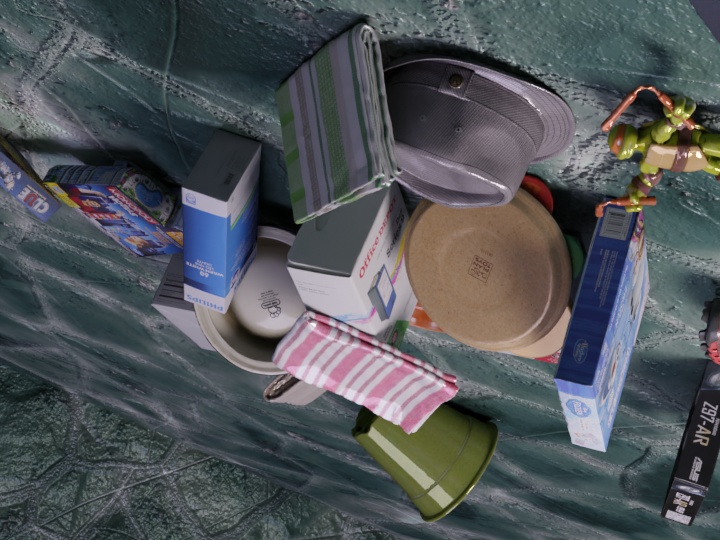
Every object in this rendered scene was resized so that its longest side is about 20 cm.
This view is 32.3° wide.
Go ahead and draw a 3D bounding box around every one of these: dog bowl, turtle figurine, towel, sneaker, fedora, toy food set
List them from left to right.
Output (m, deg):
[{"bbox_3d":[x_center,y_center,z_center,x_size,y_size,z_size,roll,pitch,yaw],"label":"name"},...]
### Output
[{"bbox_3d":[-0.113,0.030,1.611,0.199,0.201,0.074,18,-162,9],"label":"dog bowl"},{"bbox_3d":[-0.025,-0.134,1.179,0.031,0.150,0.200,-4,173,-26],"label":"towel"},{"bbox_3d":[-0.035,0.129,1.765,0.035,0.200,0.132,56,-169,19],"label":"towel"},{"bbox_3d":[0.001,0.119,1.437,0.199,0.030,0.146,25,149,-6],"label":"towel"},{"bbox_3d":[0.091,-0.117,1.153,0.199,0.091,0.177,20,160,3],"label":"fedora"},{"bbox_3d":[0.137,-0.009,1.302,0.199,0.049,0.199,15,116,27],"label":"toy food set"},{"bbox_3d":[0.277,-0.097,1.061,0.161,0.065,0.200,11,150,5],"label":"turtle figurine"},{"bbox_3d":[0.439,0.086,1.359,0.098,0.071,0.200,3,155,41],"label":"sneaker"}]

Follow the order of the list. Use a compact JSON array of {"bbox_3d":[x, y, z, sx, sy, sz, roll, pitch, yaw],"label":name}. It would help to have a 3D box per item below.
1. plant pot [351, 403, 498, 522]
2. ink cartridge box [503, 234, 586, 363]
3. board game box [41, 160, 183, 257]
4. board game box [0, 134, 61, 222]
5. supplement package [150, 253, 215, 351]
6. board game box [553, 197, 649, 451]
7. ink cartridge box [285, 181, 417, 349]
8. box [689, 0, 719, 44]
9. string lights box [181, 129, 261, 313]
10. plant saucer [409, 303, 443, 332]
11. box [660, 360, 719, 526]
[{"bbox_3d":[0.092,0.281,2.063,0.190,0.200,0.200,37,157,-11],"label":"plant pot"},{"bbox_3d":[0.193,0.029,1.435,0.145,0.083,0.200,11,158,26],"label":"ink cartridge box"},{"bbox_3d":[-0.280,-0.084,1.645,0.199,0.062,0.200,4,154,36],"label":"board game box"},{"bbox_3d":[-0.479,-0.158,1.601,0.136,0.035,0.200,46,176,36],"label":"board game box"},{"bbox_3d":[-0.167,0.049,1.801,0.199,0.111,0.156,10,157,29],"label":"supplement package"},{"bbox_3d":[0.253,0.061,1.286,0.043,0.201,0.199,12,159,20],"label":"board game box"},{"bbox_3d":[0.000,0.000,1.420,0.087,0.146,0.200,9,147,24],"label":"ink cartridge box"},{"bbox_3d":[0.246,-0.213,0.596,0.148,0.201,0.104,1,152,44],"label":"box"},{"bbox_3d":[-0.163,-0.054,1.461,0.059,0.103,0.200,18,140,8],"label":"string lights box"},{"bbox_3d":[0.068,0.024,1.622,0.200,0.032,0.200,19,159,8],"label":"plant saucer"},{"bbox_3d":[0.431,0.224,1.588,0.043,0.161,0.200,16,159,15],"label":"box"}]
